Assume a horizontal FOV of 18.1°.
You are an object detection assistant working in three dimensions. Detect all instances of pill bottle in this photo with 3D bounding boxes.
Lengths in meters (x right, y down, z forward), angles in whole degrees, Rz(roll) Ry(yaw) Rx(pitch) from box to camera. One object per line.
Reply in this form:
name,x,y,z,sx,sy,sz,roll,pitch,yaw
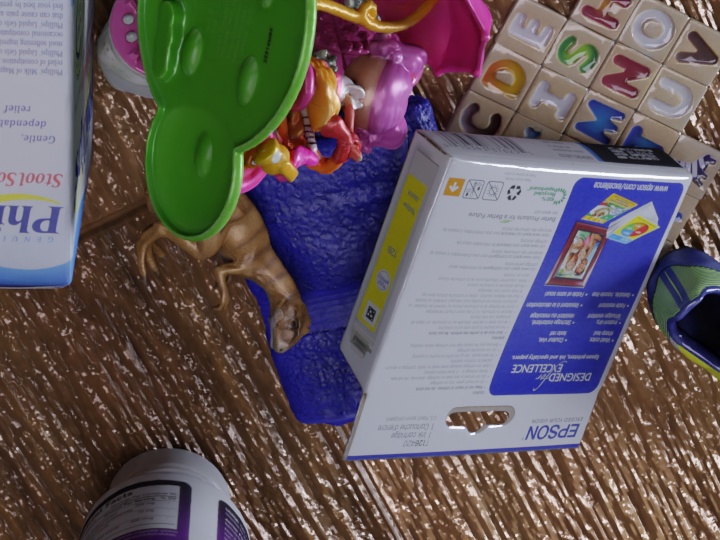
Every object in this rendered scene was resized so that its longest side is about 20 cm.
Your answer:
pill bottle,-0.123,0.195,1.398,0.111,0.200,0.112,-1,116,-2

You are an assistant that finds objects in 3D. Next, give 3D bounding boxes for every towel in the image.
towel,0.000,0.000,1.391,0.147,0.050,0.201,-15,115,8

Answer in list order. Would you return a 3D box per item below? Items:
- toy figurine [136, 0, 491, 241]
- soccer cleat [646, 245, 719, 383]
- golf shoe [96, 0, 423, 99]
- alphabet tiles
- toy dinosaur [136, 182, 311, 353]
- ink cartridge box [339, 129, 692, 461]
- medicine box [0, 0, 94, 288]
toy figurine,-0.011,-0.114,1.239,0.183,0.150,0.201,-2,111,-41
soccer cleat,0.254,0.065,1.419,0.200,0.084,0.065,41,107,-21
golf shoe,-0.062,-0.130,1.328,0.199,0.091,0.076,5,75,-24
alphabet tiles,0.139,-0.078,1.390,0.166,0.008,0.201,24,112,-13
toy dinosaur,-0.090,-0.042,1.341,0.106,0.061,0.201,-8,126,33
ink cartridge box,0.086,0.016,1.358,0.197,0.047,0.201,1,121,-39
medicine box,-0.203,-0.118,1.257,0.102,0.182,0.201,2,115,-3
